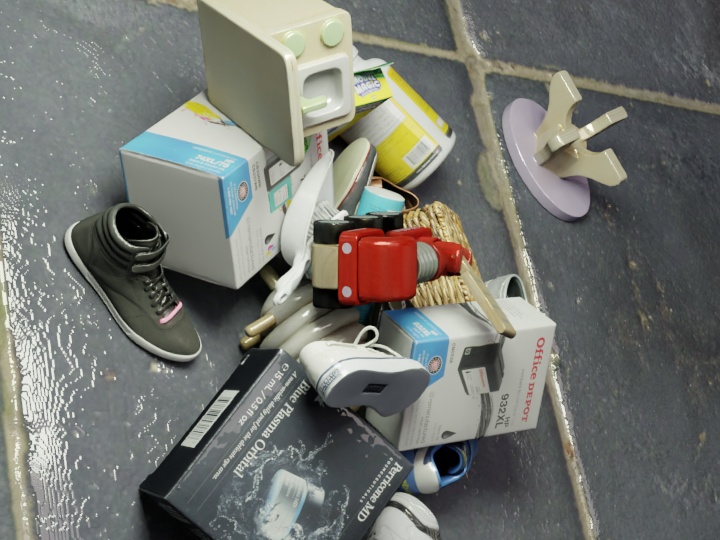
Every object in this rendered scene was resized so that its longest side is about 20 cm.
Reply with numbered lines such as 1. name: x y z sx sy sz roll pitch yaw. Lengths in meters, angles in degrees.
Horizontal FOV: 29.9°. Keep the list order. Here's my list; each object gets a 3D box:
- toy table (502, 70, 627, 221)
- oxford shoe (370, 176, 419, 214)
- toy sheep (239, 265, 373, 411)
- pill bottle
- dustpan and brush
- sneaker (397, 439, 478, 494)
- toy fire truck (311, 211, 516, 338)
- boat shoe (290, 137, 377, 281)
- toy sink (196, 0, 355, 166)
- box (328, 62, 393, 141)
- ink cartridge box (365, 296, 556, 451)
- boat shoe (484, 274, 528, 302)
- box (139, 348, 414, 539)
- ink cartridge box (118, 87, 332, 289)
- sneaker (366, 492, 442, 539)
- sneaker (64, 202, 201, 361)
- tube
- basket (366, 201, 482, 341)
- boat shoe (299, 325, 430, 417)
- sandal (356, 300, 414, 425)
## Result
1. toy table: 0.309 -0.187 2.002 0.200 0.117 0.184 53 46 -3
2. oxford shoe: -0.013 -0.105 1.729 0.199 0.071 0.072 12 63 -33
3. toy sheep: -0.060 0.079 1.558 0.138 0.138 0.200 -27 81 -44
4. pill bottle: 0.023 -0.207 1.780 0.200 0.112 0.112 44 47 -13
5. dustpan and brush: -0.059 -0.027 1.510 0.057 0.140 0.200 20 44 25
6. sneaker: 0.110 0.215 1.644 0.200 0.082 0.074 -36 114 -45
7. toy fire truck: 0.065 0.009 1.488 0.176 0.199 0.129 -11 104 -59
8. boat shoe: -0.021 -0.064 1.662 0.062 0.071 0.201 25 83 -26
9. toy sink: -0.077 -0.219 1.444 0.112 0.200 0.131 -22 127 -25
10. box: -0.048 -0.192 1.653 0.117 0.200 0.049 -21 81 -43
11. ink cartridge box: 0.118 0.119 1.583 0.199 0.084 0.146 -5 115 -30
12. boat shoe: 0.201 0.099 1.796 0.070 0.071 0.202 10 62 -35
13. box: -0.087 0.218 1.423 0.200 0.117 0.197 42 73 -15
14. ink cartridge box: -0.146 -0.105 1.529 0.200 0.145 0.147 -45 141 -43
15. sneaker: 0.074 0.363 1.558 0.200 0.075 0.115 49 47 -1
16. sneaker: -0.230 0.012 1.470 0.200 0.099 0.071 50 45 -9
17. tube: 0.000 0.000 1.630 0.077 0.050 0.201 12 103 -25
18. basket: 0.080 0.033 1.739 0.201 0.148 0.143 71 15 13
19. boat shoe: -0.003 0.101 1.419 0.086 0.075 0.202 47 19 27
20. sandal: 0.023 0.128 1.639 0.080 0.057 0.202 24 71 -30
